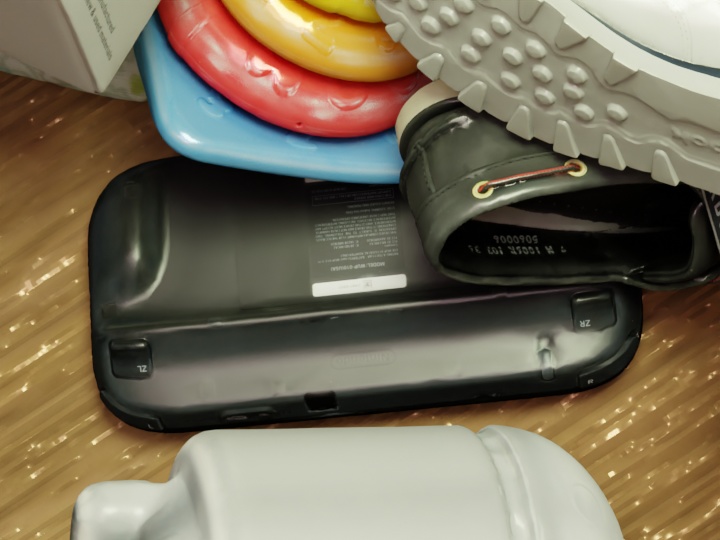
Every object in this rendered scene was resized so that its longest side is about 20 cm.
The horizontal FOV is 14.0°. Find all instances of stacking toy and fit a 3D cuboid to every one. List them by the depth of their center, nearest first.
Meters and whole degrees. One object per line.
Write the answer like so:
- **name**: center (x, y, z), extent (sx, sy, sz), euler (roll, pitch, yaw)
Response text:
- **stacking toy**: center (0.003, -0.130, 0.980), extent (0.110, 0.200, 0.116), euler (5, 50, -24)

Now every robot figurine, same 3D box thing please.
- **robot figurine**: center (0.004, 0.108, 0.970), extent (0.199, 0.113, 0.170), euler (0, 35, -13)

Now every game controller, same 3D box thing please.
- **game controller**: center (0.000, 0.000, 1.051), extent (0.199, 0.042, 0.105), euler (-6, 63, 5)

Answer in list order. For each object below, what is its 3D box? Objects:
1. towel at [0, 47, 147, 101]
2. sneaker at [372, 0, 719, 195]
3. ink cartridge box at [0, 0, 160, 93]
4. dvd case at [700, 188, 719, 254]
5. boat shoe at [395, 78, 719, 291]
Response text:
- **towel**: center (-0.135, -0.175, 1.094), extent (0.171, 0.048, 0.200), euler (13, 80, 10)
- **sneaker**: center (0.096, -0.080, 0.921), extent (0.200, 0.076, 0.081), euler (24, 66, 10)
- **ink cartridge box**: center (-0.101, -0.180, 0.943), extent (0.145, 0.083, 0.200), euler (24, 73, 15)
- **dvd case**: center (0.177, -0.044, 0.978), extent (0.150, 0.025, 0.200), euler (-1, 64, -25)
- **boat shoe**: center (0.111, -0.021, 0.996), extent (0.201, 0.074, 0.063), euler (4, 54, -17)
